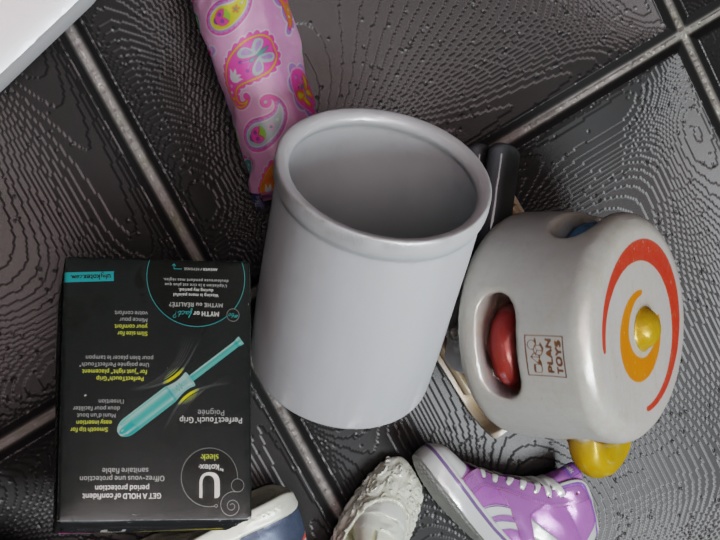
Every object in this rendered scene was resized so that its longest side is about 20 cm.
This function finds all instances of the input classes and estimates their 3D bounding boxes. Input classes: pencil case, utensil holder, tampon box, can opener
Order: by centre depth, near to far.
[{"bbox_3d":[-0.168,0.104,1.080,0.148,0.126,0.203,2,75,-13],"label":"tampon box"},{"bbox_3d":[0.000,0.000,1.083,0.167,0.171,0.202,3,131,-14],"label":"utensil holder"},{"bbox_3d":[-0.083,-0.159,1.132,0.086,0.087,0.203,-19,99,-11],"label":"pencil case"},{"bbox_3d":[0.108,-0.008,1.165,0.066,0.052,0.203,6,88,-43],"label":"can opener"}]

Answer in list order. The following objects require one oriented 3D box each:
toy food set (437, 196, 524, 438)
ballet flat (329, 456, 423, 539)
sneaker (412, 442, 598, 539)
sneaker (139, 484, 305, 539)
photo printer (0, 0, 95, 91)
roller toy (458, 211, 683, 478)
[{"bbox_3d":[0.122,0.027,1.207,0.143,0.060,0.201,-34,102,-9],"label":"toy food set"},{"bbox_3d":[-0.001,0.261,1.194,0.071,0.072,0.201,34,86,-14],"label":"ballet flat"},{"bbox_3d":[0.137,0.198,1.224,0.114,0.072,0.201,-48,114,-9],"label":"sneaker"},{"bbox_3d":[-0.136,0.260,1.156,0.198,0.075,0.086,-21,99,-10],"label":"sneaker"},{"bbox_3d":[-0.308,-0.238,1.075,0.200,0.069,0.167,-44,103,-7],"label":"photo printer"},{"bbox_3d":[0.177,0.047,1.098,0.183,0.138,0.202,47,56,-42],"label":"roller toy"}]
